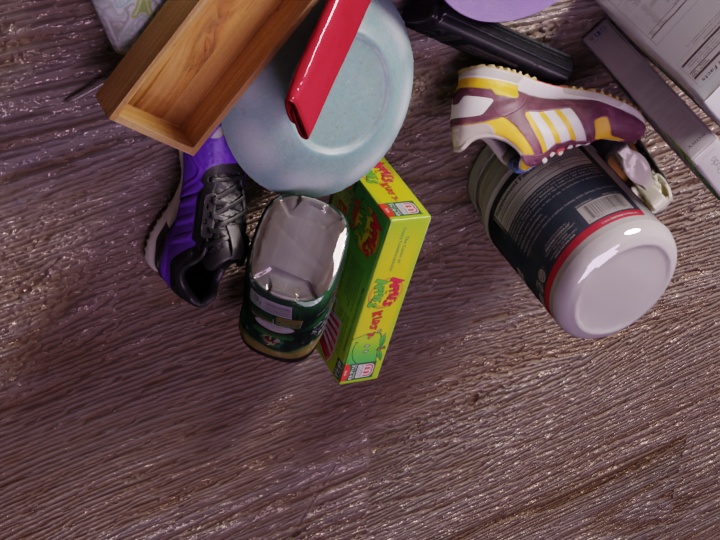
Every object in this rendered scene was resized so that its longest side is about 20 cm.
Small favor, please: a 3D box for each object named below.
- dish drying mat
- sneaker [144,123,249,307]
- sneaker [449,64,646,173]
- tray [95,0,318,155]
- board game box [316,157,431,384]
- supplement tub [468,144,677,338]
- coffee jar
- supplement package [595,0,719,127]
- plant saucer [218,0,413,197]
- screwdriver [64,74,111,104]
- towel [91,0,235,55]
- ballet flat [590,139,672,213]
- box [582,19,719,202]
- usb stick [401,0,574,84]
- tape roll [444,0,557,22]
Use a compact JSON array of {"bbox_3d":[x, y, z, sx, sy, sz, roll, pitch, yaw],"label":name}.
[{"bbox_3d":[-0.016,-0.211,1.246,0.077,0.018,0.202,69,42,-70],"label":"dish drying mat"},{"bbox_3d":[-0.124,-0.053,1.344,0.069,0.100,0.202,-3,129,-35],"label":"sneaker"},{"bbox_3d":[0.177,-0.132,1.453,0.197,0.075,0.091,11,85,-14],"label":"sneaker"},{"bbox_3d":[-0.114,-0.190,1.211,0.200,0.037,0.098,-48,142,18],"label":"tray"},{"bbox_3d":[0.000,0.000,1.481,0.047,0.102,0.202,-7,131,-31],"label":"board game box"},{"bbox_3d":[0.207,-0.044,1.506,0.139,0.201,0.141,-18,137,-18],"label":"supplement tub"},{"bbox_3d":[-0.064,0.013,1.398,0.084,0.105,0.200,18,160,-1],"label":"coffee jar"},{"bbox_3d":[0.347,-0.233,1.426,0.151,0.201,0.151,-46,138,11],"label":"supplement package"},{"bbox_3d":[-0.027,-0.156,1.312,0.199,0.039,0.204,-12,112,-30],"label":"plant saucer"},{"bbox_3d":[-0.159,-0.189,1.253,0.198,0.028,0.029,-24,103,0],"label":"screwdriver"},{"bbox_3d":[-0.130,-0.274,1.176,0.198,0.048,0.172,-29,138,-8],"label":"towel"},{"bbox_3d":[0.290,-0.096,1.617,0.068,0.069,0.200,-41,139,5],"label":"ballet flat"},{"bbox_3d":[0.306,-0.145,1.482,0.036,0.201,0.144,-40,140,11],"label":"box"},{"bbox_3d":[0.121,-0.211,1.407,0.199,0.055,0.033,14,84,-42],"label":"usb stick"},{"bbox_3d":[0.131,-0.317,1.303,0.198,0.066,0.202,-20,137,-20],"label":"tape roll"}]
